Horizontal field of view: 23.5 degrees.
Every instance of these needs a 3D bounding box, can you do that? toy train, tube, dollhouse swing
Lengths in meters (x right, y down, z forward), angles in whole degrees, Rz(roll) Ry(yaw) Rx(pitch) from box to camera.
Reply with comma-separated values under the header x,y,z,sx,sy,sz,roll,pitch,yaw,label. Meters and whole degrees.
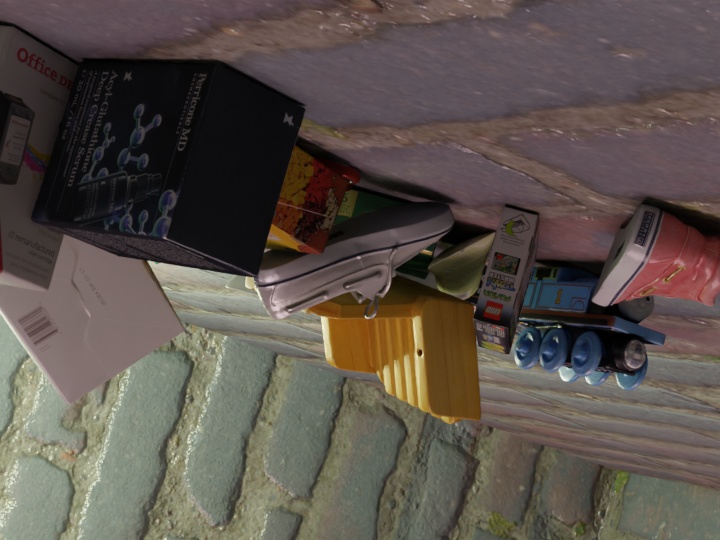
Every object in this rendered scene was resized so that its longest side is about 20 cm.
x,y,z,sx,sy,sz,roll,pitch,yaw,label
0.229,0.055,1.763,0.086,0.115,0.200,16,173,-26,toy train
0.105,-0.007,1.822,0.052,0.058,0.200,21,174,5,tube
-0.006,0.079,1.792,0.175,0.183,0.200,-17,-158,-31,dollhouse swing

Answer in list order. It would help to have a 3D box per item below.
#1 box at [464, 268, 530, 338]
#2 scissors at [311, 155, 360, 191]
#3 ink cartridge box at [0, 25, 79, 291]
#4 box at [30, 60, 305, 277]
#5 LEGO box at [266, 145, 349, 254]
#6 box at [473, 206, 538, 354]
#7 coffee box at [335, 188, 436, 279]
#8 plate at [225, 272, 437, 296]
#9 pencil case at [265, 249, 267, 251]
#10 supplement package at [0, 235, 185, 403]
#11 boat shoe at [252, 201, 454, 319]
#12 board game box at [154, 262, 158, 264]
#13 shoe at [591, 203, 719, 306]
x,y,z,sx,sy,sz,roll,pitch,yaw,label
0.206,0.051,2.025,0.158,0.046,0.200,15,172,13,box
-0.094,-0.112,1.655,0.199,0.014,0.073,18,172,5,scissors
-0.316,-0.098,1.509,0.085,0.201,0.147,11,170,30,ink cartridge box
-0.164,-0.088,1.460,0.199,0.150,0.107,7,168,46,box
-0.135,-0.085,1.623,0.199,0.078,0.149,7,161,46,LEGO box
0.141,0.013,1.673,0.034,0.111,0.200,15,171,8,box
0.020,-0.038,1.798,0.122,0.044,0.200,16,172,1,coffee box
-0.023,0.008,2.025,0.199,0.033,0.199,-9,-165,-42,plate
-0.122,-0.045,1.886,0.090,0.084,0.199,-34,142,28,pencil case
-0.305,-0.013,1.769,0.192,0.147,0.200,61,174,-31,supplement package
0.000,0.002,1.647,0.201,0.087,0.075,-20,-158,-10,boat shoe
-0.297,-0.087,1.911,0.199,0.030,0.096,34,153,6,board game box
0.259,0.001,1.485,0.090,0.072,0.200,22,168,3,shoe
